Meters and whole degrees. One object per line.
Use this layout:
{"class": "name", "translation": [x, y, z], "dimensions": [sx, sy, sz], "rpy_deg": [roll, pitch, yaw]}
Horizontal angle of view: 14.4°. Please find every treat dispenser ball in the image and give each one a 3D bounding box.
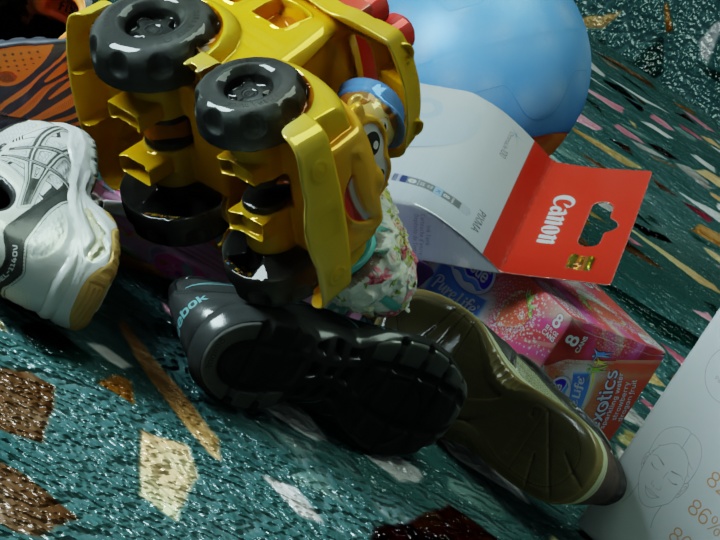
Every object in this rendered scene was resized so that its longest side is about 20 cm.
{"class": "treat dispenser ball", "translation": [0.088, -0.168, 2.331], "dimensions": [0.201, 0.201, 0.201], "rpy_deg": [30, 14, -8]}

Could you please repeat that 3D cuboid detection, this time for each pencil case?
{"class": "pencil case", "translation": [-0.088, -0.021, 1.675], "dimensions": [0.200, 0.087, 0.087], "rpy_deg": [31, 13, -3]}

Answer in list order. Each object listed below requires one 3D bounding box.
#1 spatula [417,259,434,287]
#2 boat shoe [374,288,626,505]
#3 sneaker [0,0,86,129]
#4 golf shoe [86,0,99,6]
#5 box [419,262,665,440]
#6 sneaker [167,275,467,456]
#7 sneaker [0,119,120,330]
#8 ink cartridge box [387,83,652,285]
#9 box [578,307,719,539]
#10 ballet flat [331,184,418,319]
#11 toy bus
{"class": "spatula", "translation": [0.000, 0.000, 1.796], "dimensions": [0.056, 0.021, 0.200], "rpy_deg": [15, -4, -11]}
{"class": "boat shoe", "translation": [0.083, 0.084, 1.731], "dimensions": [0.201, 0.072, 0.066], "rpy_deg": [39, 1, 40]}
{"class": "sneaker", "translation": [-0.164, -0.126, 1.700], "dimensions": [0.200, 0.112, 0.078], "rpy_deg": [-6, 65, -30]}
{"class": "golf shoe", "translation": [-0.196, -0.181, 1.926], "dimensions": [0.077, 0.088, 0.200], "rpy_deg": [36, -8, -9]}
{"class": "box", "translation": [0.092, 0.031, 1.857], "dimensions": [0.095, 0.100, 0.200], "rpy_deg": [21, 18, -40]}
{"class": "sneaker", "translation": [-0.023, 0.045, 1.606], "dimensions": [0.200, 0.075, 0.079], "rpy_deg": [21, 15, -39]}
{"class": "sneaker", "translation": [-0.190, -0.042, 1.542], "dimensions": [0.088, 0.076, 0.200], "rpy_deg": [21, 14, -24]}
{"class": "ink cartridge box", "translation": [0.077, -0.059, 1.828], "dimensions": [0.200, 0.047, 0.160], "rpy_deg": [9, 31, 12]}
{"class": "box", "translation": [0.256, 0.120, 1.690], "dimensions": [0.106, 0.200, 0.152], "rpy_deg": [15, 23, -51]}
{"class": "ballet flat", "translation": [-0.016, -0.046, 1.643], "dimensions": [0.064, 0.076, 0.200], "rpy_deg": [43, 22, -45]}
{"class": "toy bus", "translation": [-0.033, -0.094, 1.568], "dimensions": [0.192, 0.136, 0.200], "rpy_deg": [-32, 44, -29]}
